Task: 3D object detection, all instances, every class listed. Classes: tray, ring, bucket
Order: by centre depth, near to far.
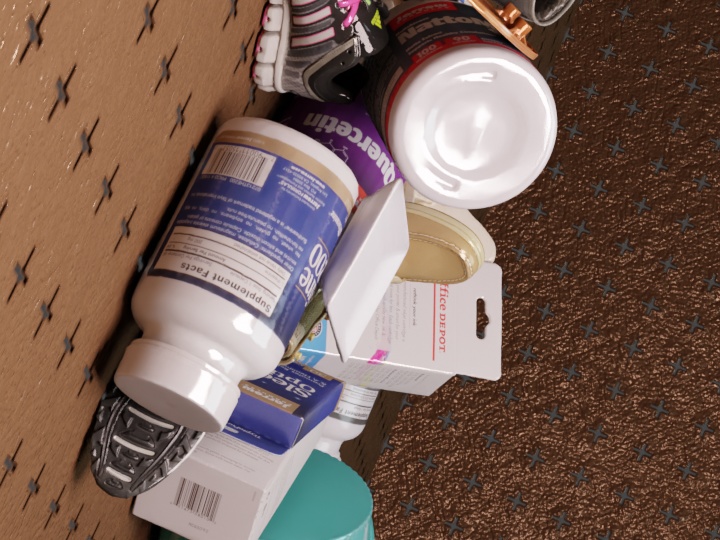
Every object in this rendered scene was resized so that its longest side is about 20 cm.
[{"bbox_3d":[0.058,-0.225,1.491,0.019,0.200,0.200,-45,175,9],"label":"ring"},{"bbox_3d":[0.000,0.000,1.545,0.107,0.022,0.200,-62,171,-11],"label":"tray"},{"bbox_3d":[-0.085,0.248,1.865,0.207,0.207,0.135,-53,157,-63],"label":"bucket"}]

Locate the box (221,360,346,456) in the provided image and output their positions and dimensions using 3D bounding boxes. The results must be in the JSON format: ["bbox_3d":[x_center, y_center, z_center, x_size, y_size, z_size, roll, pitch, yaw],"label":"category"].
[{"bbox_3d":[-0.089,0.092,1.653,0.200,0.121,0.032,-35,148,-76],"label":"box"}]

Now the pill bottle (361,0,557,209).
[{"bbox_3d":[0.063,-0.132,1.533,0.200,0.120,0.120,-115,-137,-66],"label":"pill bottle"}]

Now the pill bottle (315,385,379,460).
[{"bbox_3d":[-0.034,0.097,2.075,0.116,0.116,0.200,-9,122,-81],"label":"pill bottle"}]

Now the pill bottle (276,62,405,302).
[{"bbox_3d":[-0.031,-0.064,1.633,0.112,0.112,0.200,104,11,-49],"label":"pill bottle"}]

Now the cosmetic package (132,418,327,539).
[{"bbox_3d":[-0.101,0.142,1.779,0.200,0.108,0.085,-53,164,-58],"label":"cosmetic package"}]

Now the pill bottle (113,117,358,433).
[{"bbox_3d":[-0.088,0.005,1.438,0.111,0.111,0.200,92,22,-69],"label":"pill bottle"}]

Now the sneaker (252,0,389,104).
[{"bbox_3d":[-0.016,-0.191,1.460,0.200,0.087,0.074,105,11,-46],"label":"sneaker"}]

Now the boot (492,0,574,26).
[{"bbox_3d":[0.128,-0.309,1.761,0.200,0.073,0.182,29,-80,56],"label":"boot"}]

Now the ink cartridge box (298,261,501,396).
[{"bbox_3d":[0.018,0.039,1.818,0.068,0.200,0.115,134,-38,-60],"label":"ink cartridge box"}]

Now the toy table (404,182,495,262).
[{"bbox_3d":[0.039,-0.075,1.921,0.200,0.184,0.117,48,50,-76],"label":"toy table"}]

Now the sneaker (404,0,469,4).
[{"bbox_3d":[0.095,-0.294,1.969,0.199,0.081,0.115,107,7,-46],"label":"sneaker"}]

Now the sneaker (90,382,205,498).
[{"bbox_3d":[-0.132,0.080,1.515,0.079,0.074,0.200,109,6,-63],"label":"sneaker"}]

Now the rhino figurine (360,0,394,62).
[{"bbox_3d":[0.000,-0.148,1.805,0.200,0.060,0.087,-63,-178,-11],"label":"rhino figurine"}]

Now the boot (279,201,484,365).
[{"bbox_3d":[-0.015,0.012,1.681,0.073,0.200,0.155,80,30,-41],"label":"boot"}]
